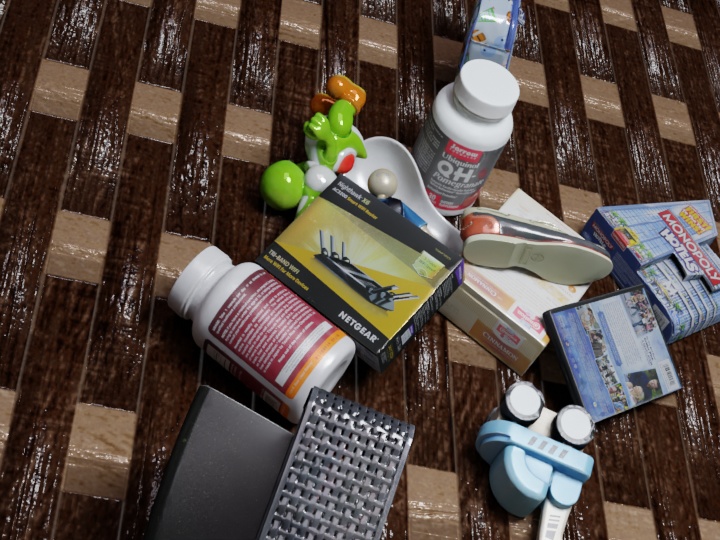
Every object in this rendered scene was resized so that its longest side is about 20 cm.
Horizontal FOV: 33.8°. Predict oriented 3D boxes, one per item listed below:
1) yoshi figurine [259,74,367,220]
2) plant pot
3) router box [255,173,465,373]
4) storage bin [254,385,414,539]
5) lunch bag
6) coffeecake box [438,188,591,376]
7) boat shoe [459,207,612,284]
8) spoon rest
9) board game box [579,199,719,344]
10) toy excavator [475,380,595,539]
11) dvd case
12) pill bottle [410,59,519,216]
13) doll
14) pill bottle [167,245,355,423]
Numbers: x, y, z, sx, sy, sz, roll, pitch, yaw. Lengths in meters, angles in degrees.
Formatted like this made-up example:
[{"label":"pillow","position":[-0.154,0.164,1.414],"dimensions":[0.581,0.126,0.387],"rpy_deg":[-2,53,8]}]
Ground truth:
[{"label":"yoshi figurine","position":[-0.067,-0.149,1.502],"dimensions":[0.110,0.113,0.203],"rpy_deg":[2,62,28]},{"label":"plant pot","position":[-0.115,0.260,1.112],"dimensions":[0.197,0.201,0.179],"rpy_deg":[28,59,1]},{"label":"router box","position":[0.000,0.000,1.391],"dimensions":[0.199,0.053,0.157],"rpy_deg":[35,70,25]},{"label":"storage bin","position":[-0.036,0.212,0.974],"dimensions":[0.092,0.135,0.203],"rpy_deg":[21,72,-1]},{"label":"lunch bag","position":[0.185,-0.332,1.699],"dimensions":[0.074,0.202,0.162],"rpy_deg":[13,49,0]},{"label":"coffeecake box","position":[0.203,0.011,1.515],"dimensions":[0.153,0.073,0.200],"rpy_deg":[38,49,8]},{"label":"boat shoe","position":[0.218,-0.033,1.464],"dimensions":[0.196,0.072,0.063],"rpy_deg":[10,47,-10]},{"label":"spoon rest","position":[0.062,-0.092,1.536],"dimensions":[0.199,0.100,0.061],"rpy_deg":[40,5,8]},{"label":"board game box","position":[0.441,-0.019,1.647],"dimensions":[0.198,0.062,0.201],"rpy_deg":[-19,62,-32]},{"label":"toy excavator","position":[0.207,0.256,1.319],"dimensions":[0.192,0.100,0.202],"rpy_deg":[24,61,0]},{"label":"dvd case","position":[0.316,0.101,1.474],"dimensions":[0.198,0.017,0.145],"rpy_deg":[-12,78,-40]},{"label":"pill bottle","position":[0.134,-0.175,1.550],"dimensions":[0.109,0.201,0.112],"rpy_deg":[10,50,-13]},{"label":"doll","position":[0.026,-0.037,1.470],"dimensions":[0.134,0.049,0.203],"rpy_deg":[-1,59,6]},{"label":"pill bottle","position":[-0.112,0.066,1.313],"dimensions":[0.199,0.114,0.113],"rpy_deg":[38,48,9]}]
